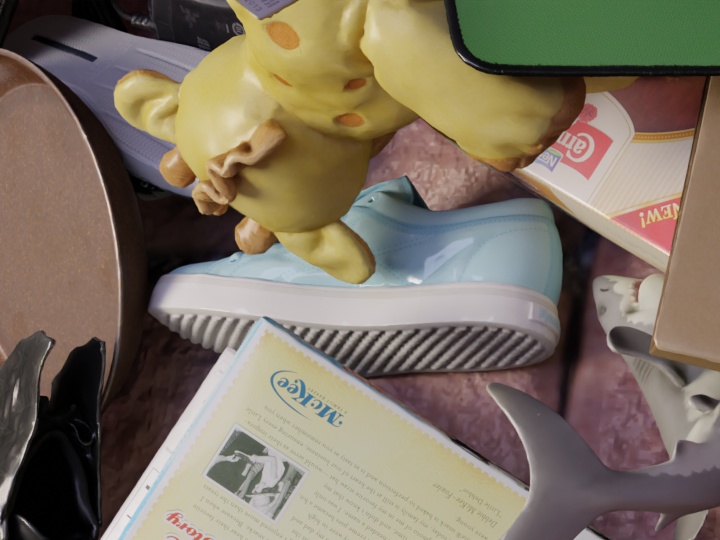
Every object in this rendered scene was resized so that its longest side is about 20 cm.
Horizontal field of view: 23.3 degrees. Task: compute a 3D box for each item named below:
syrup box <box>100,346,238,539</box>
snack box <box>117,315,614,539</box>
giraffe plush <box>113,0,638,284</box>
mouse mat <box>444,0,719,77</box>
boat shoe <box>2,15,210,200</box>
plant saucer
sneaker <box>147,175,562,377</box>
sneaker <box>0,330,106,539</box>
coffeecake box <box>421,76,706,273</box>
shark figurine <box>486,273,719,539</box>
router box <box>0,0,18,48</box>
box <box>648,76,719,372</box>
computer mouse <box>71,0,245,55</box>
[{"bbox_3d":[-0.068,0.143,0.767,0.081,0.079,0.200,32,89,34],"label":"syrup box"},{"bbox_3d":[0.013,0.120,0.693,0.200,0.037,0.116,33,90,1],"label":"snack box"},{"bbox_3d":[-0.006,-0.079,0.699,0.173,0.200,0.162,59,140,19],"label":"giraffe plush"},{"bbox_3d":[0.100,-0.150,0.667,0.160,0.008,0.201,-1,56,-10],"label":"mouse mat"},{"bbox_3d":[-0.106,-0.073,0.880,0.072,0.071,0.200,-40,45,-20],"label":"boat shoe"},{"bbox_3d":[-0.162,-0.010,0.861,0.200,0.034,0.201,14,108,48],"label":"plant saucer"},{"bbox_3d":[0.000,0.000,0.794,0.199,0.074,0.082,1,63,22],"label":"sneaker"},{"bbox_3d":[-0.163,0.127,0.807,0.104,0.060,0.201,1,83,53],"label":"sneaker"},{"bbox_3d":[0.140,-0.111,0.746,0.153,0.073,0.200,34,91,35],"label":"coffeecake box"},{"bbox_3d":[0.116,0.076,0.653,0.128,0.214,0.090,22,115,14],"label":"shark figurine"},{"bbox_3d":[-0.213,-0.168,0.909,0.200,0.051,0.150,125,146,-47],"label":"router box"},{"bbox_3d":[0.218,-0.021,0.633,0.199,0.021,0.164,14,69,4],"label":"box"},{"bbox_3d":[-0.076,-0.147,0.862,0.200,0.141,0.046,18,46,37],"label":"computer mouse"}]
